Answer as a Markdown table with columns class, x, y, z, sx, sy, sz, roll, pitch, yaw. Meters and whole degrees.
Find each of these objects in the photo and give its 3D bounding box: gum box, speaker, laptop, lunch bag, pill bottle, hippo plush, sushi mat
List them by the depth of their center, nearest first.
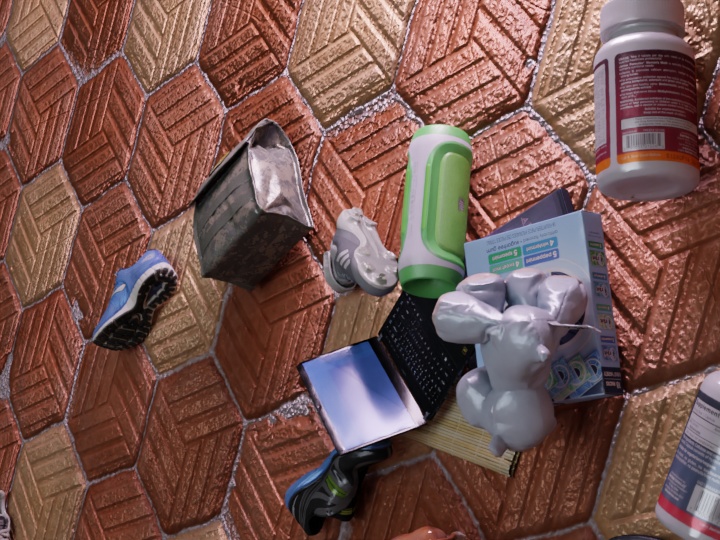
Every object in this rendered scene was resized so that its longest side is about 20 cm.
| class | x | y | z | sx | sy | sz | roll | pitch | yaw |
| --- | --- | --- | --- | --- | --- | --- | --- | --- | --- |
| pill bottle | 0.364 | 0.160 | 1.200 | 0.119 | 0.119 | 0.203 | 27 | 100 | 48 |
| hippo plush | 0.178 | 0.102 | 1.357 | 0.199 | 0.158 | 0.163 | 23 | 126 | 47 |
| pill bottle | 0.303 | -0.184 | 1.361 | 0.109 | 0.109 | 0.203 | -12 | 72 | 46 |
| gum box | 0.202 | 0.051 | 1.437 | 0.169 | 0.044 | 0.203 | -15 | 76 | 42 |
| sushi mat | 0.122 | 0.177 | 1.547 | 0.199 | 0.012 | 0.097 | 13 | 90 | 49 |
| speaker | 0.093 | -0.073 | 1.572 | 0.088 | 0.088 | 0.203 | -16 | 61 | 45 |
| laptop | 0.030 | 0.103 | 1.583 | 0.201 | 0.102 | 0.178 | -60 | 36 | 23 |
| lunch bag | -0.168 | -0.105 | 1.868 | 0.164 | 0.117 | 0.202 | -42 | 46 | 33 |

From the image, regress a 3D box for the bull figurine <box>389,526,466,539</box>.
| class | x | y | z | sx | sy | sz | roll | pitch | yaw |
| --- | --- | --- | --- | --- | --- | --- | --- | --- | --- |
| bull figurine | 0.046 | 0.348 | 1.508 | 0.199 | 0.120 | 0.066 | -26 | 61 | 41 |

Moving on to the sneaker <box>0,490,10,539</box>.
| class | x | y | z | sx | sy | sz | roll | pitch | yaw |
| --- | --- | --- | --- | --- | --- | --- | --- | --- | --- |
| sneaker | -0.670 | 0.499 | 2.315 | 0.080 | 0.076 | 0.202 | -31 | 60 | 28 |

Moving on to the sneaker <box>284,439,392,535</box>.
| class | x | y | z | sx | sy | sz | roll | pitch | yaw |
| --- | --- | --- | --- | --- | --- | --- | --- | --- | --- |
| sneaker | -0.019 | 0.276 | 1.649 | 0.200 | 0.070 | 0.083 | -44 | 65 | 33 |

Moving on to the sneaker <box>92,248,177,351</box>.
| class | x | y | z | sx | sy | sz | roll | pitch | yaw |
| --- | --- | --- | --- | --- | --- | --- | --- | --- | --- |
| sneaker | -0.373 | 0.048 | 2.099 | 0.200 | 0.078 | 0.090 | -49 | 41 | 18 |

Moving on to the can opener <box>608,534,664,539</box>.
| class | x | y | z | sx | sy | sz | roll | pitch | yaw |
| --- | --- | --- | --- | --- | --- | --- | --- | --- | --- |
| can opener | 0.314 | 0.307 | 1.262 | 0.198 | 0.063 | 0.080 | -4 | 77 | 48 |

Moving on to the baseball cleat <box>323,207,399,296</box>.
| class | x | y | z | sx | sy | sz | roll | pitch | yaw |
| --- | --- | --- | --- | --- | --- | --- | --- | --- | --- |
| baseball cleat | 0.000 | 0.000 | 1.676 | 0.201 | 0.069 | 0.107 | -105 | 35 | -59 |

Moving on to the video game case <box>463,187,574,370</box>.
| class | x | y | z | sx | sy | sz | roll | pitch | yaw |
| --- | --- | --- | --- | --- | --- | --- | --- | --- | --- |
| video game case | 0.185 | 0.013 | 1.514 | 0.199 | 0.019 | 0.145 | -35 | 56 | 39 |
